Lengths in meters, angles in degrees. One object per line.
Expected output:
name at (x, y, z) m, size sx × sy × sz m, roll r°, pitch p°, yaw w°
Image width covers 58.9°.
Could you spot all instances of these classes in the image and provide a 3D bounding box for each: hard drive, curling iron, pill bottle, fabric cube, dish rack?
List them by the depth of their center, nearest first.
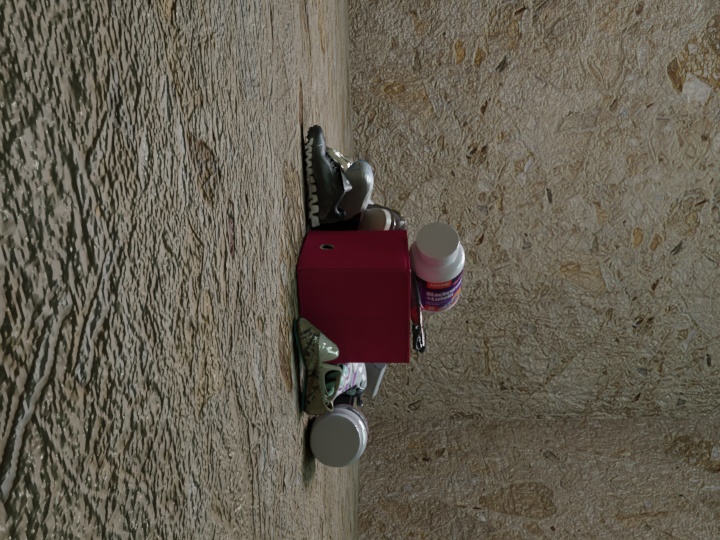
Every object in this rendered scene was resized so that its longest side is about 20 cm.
curling iron at (0.103, 0.070, 1.148) m, size 0.200 × 0.025 × 0.050 m, roll -88°, pitch 180°, yaw -51°
fabric cube at (-0.007, 0.045, 1.213) m, size 0.196 × 0.199 × 0.201 m, roll -83°, pitch 172°, yaw -65°
pill bottle at (0.150, -0.006, 1.273) m, size 0.200 × 0.111 × 0.112 m, roll 83°, pitch 7°, yaw -59°
pill bottle at (-0.042, 0.331, 1.281) m, size 0.200 × 0.114 × 0.114 m, roll 76°, pitch 13°, yaw -82°
dish rack at (-0.045, 0.289, 1.489) m, size 0.200 × 0.054 × 0.154 m, roll 121°, pitch -19°, yaw -79°
hard drive at (-0.004, 0.224, 1.524) m, size 0.026 × 0.132 × 0.200 m, roll -41°, pitch 162°, yaw -24°

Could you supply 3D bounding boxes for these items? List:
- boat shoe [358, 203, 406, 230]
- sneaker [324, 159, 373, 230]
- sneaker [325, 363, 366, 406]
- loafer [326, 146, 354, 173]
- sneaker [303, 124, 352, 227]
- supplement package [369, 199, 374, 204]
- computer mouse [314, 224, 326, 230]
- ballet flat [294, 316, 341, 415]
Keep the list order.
boat shoe at (0.022, -0.111, 1.368) m, size 0.200 × 0.059 × 0.072 m, roll 17°, pitch -78°, yaw 57°
sneaker at (-0.021, -0.140, 1.334) m, size 0.073 × 0.072 × 0.200 m, roll -73°, pitch -173°, yaw -52°
sneaker at (-0.031, 0.229, 1.259) m, size 0.140 × 0.078 × 0.200 m, roll 66°, pitch 33°, yaw -29°
loafer at (-0.052, -0.216, 1.356) m, size 0.200 × 0.075 × 0.068 m, roll 37°, pitch 43°, yaw -62°
sneaker at (-0.062, -0.183, 1.243) m, size 0.066 × 0.090 × 0.201 m, roll -87°, pitch 176°, yaw -71°
supplement package at (0.010, -0.094, 1.550) m, size 0.200 × 0.114 × 0.110 m, roll 48°, pitch 14°, yaw -14°
computer mouse at (-0.074, -0.154, 1.431) m, size 0.139 × 0.053 × 0.201 m, roll 85°, pitch 4°, yaw -72°
ballet flat at (-0.070, 0.166, 1.104) m, size 0.068 × 0.075 × 0.201 m, roll -85°, pitch 173°, yaw -63°
